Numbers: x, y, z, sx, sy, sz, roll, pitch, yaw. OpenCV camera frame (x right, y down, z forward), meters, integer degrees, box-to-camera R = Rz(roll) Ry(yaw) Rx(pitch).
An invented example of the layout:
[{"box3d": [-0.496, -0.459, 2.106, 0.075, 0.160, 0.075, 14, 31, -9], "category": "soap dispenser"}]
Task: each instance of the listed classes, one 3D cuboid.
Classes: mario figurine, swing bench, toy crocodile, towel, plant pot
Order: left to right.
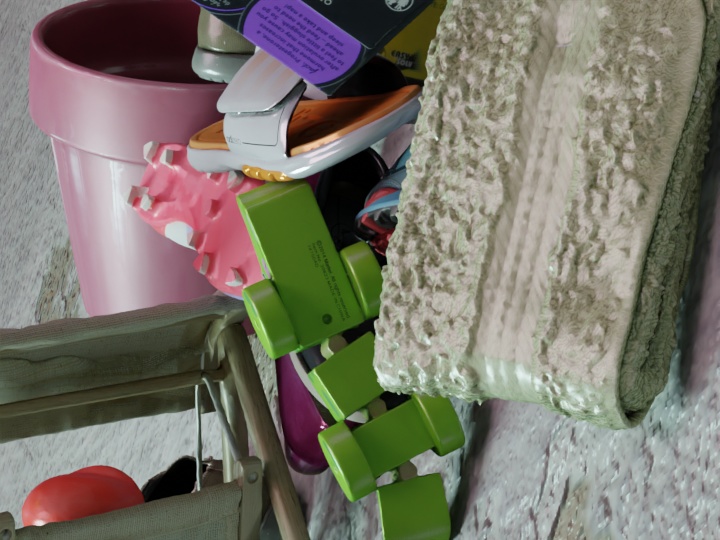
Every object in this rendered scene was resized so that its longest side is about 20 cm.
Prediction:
[{"box3d": [-0.159, 0.204, 1.504, 0.106, 0.123, 0.201, 49, 162, 39], "category": "mario figurine"}, {"box3d": [-0.137, 0.120, 1.373, 0.130, 0.198, 0.202, -18, 81, 62], "category": "swing bench"}, {"box3d": [-0.108, -0.060, 1.581, 0.200, 0.198, 0.180, -121, 31, -65], "category": "plant pot"}, {"box3d": [-0.006, 0.048, 1.258, 0.201, 0.067, 0.062, 63, 170, 1], "category": "toy crocodile"}, {"box3d": [0.079, -0.038, 1.091, 0.147, 0.036, 0.202, 7, 80, 35], "category": "towel"}]

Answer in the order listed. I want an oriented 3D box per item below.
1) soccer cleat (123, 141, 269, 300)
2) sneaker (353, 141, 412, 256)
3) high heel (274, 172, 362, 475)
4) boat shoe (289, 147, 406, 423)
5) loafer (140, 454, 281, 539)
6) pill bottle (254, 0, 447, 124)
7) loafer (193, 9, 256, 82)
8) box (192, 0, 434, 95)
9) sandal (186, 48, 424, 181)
[{"box3d": [-0.064, -0.025, 1.392, 0.200, 0.076, 0.067, 29, 97, 60], "category": "soccer cleat"}, {"box3d": [0.068, -0.058, 1.229, 0.200, 0.079, 0.096, -33, 33, 57], "category": "sneaker"}, {"box3d": [-0.027, 0.012, 1.433, 0.096, 0.067, 0.202, 125, 149, -70], "category": "high heel"}, {"box3d": [0.002, 0.000, 1.358, 0.200, 0.074, 0.067, -87, 6, -55], "category": "boat shoe"}, {"box3d": [-0.102, 0.140, 1.561, 0.076, 0.069, 0.200, -61, 17, -18], "category": "loafer"}, {"box3d": [0.021, -0.189, 1.365, 0.112, 0.112, 0.202, -131, 56, -68], "category": "pill bottle"}, {"box3d": [-0.044, -0.167, 1.501, 0.200, 0.075, 0.070, -60, -24, -66], "category": "loafer"}, {"box3d": [-0.018, -0.202, 1.190, 0.106, 0.122, 0.201, -40, 29, 32], "category": "box"}, {"box3d": [-0.043, -0.086, 1.285, 0.206, 0.079, 0.060, 1, 118, 60], "category": "sandal"}]
